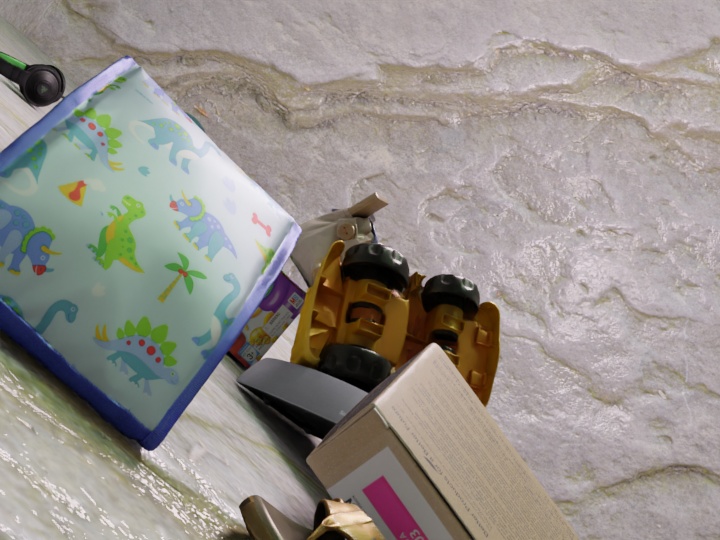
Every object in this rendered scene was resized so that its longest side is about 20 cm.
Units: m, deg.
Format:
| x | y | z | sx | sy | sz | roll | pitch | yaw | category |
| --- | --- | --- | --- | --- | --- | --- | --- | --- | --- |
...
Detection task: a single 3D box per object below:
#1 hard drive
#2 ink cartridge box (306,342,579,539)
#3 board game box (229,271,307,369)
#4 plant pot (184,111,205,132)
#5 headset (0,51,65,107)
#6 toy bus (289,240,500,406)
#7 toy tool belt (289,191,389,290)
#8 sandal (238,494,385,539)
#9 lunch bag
| x | y | z | sx | sy | sz | roll | pitch | yaw | category |
| --- | --- | --- | --- | --- | --- | --- | --- | --- | --- |
| -0.017 | 0.139 | 0.872 | 0.198 | 0.043 | 0.135 | 13 | -24 | 49 | hard drive |
| 0.069 | 0.172 | 0.691 | 0.201 | 0.075 | 0.164 | 54 | 23 | 4 | ink cartridge box |
| -0.161 | 0.003 | 1.050 | 0.199 | 0.105 | 0.103 | 42 | -2 | -2 | board game box |
| -0.587 | -0.393 | 2.937 | 0.200 | 0.201 | 0.196 | 42 | 6 | -14 | plant pot |
| -0.544 | -0.302 | 1.584 | 0.197 | 0.095 | 0.124 | 27 | 7 | -16 | headset |
| 0.021 | 0.083 | 0.966 | 0.196 | 0.138 | 0.192 | 19 | -28 | -13 | toy bus |
| 0.000 | 0.000 | 1.072 | 0.125 | 0.122 | 0.201 | 52 | -8 | 34 | toy tool belt |
| -0.004 | 0.170 | 0.550 | 0.080 | 0.054 | 0.200 | 41 | -2 | 45 | sandal |
| -0.148 | -0.007 | 0.564 | 0.170 | 0.127 | 0.201 | 42 | 28 | -11 | lunch bag |
